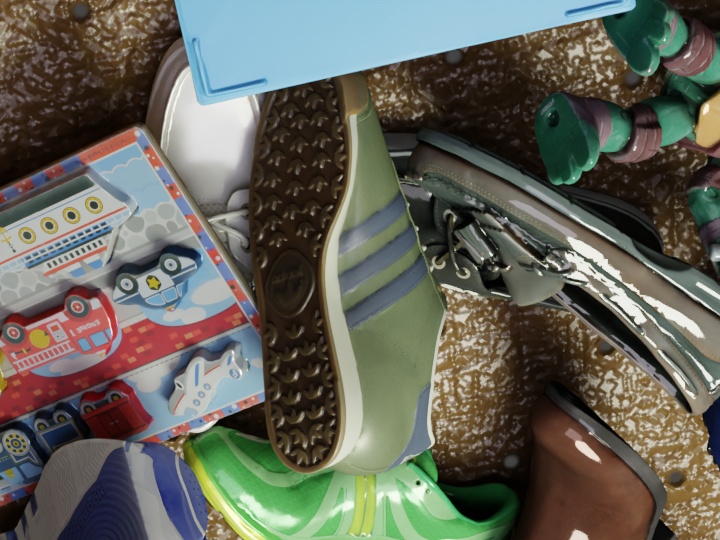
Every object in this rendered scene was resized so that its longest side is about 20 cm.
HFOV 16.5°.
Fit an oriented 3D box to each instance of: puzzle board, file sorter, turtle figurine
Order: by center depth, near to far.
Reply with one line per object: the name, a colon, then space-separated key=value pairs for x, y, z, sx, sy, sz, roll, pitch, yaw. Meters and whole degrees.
file sorter: x=0.006 y=-0.180 z=1.119 sx=0.199 sy=0.123 sz=0.140 roll=-13 pitch=116 yaw=-2
turtle figurine: x=0.183 y=-0.073 z=1.189 sx=0.199 sy=0.101 sz=0.151 roll=10 pitch=105 yaw=-36
puzzle board: x=-0.146 y=0.028 z=1.212 sx=0.199 sy=0.017 sz=0.151 roll=-23 pitch=111 yaw=27

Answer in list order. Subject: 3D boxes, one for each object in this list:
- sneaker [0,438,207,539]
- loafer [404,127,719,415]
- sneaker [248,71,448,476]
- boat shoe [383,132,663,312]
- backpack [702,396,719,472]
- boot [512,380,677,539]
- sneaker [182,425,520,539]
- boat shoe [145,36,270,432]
sneaker: x=-0.113 y=0.141 z=1.265 sx=0.115 sy=0.081 sz=0.199 roll=-1 pitch=156 yaw=-33
loafer: x=0.103 y=0.002 z=1.189 sx=0.199 sy=0.072 sz=0.063 roll=29 pitch=90 yaw=-14
sneaker: x=0.000 y=0.000 z=1.191 sx=0.067 sy=0.202 sz=0.090 roll=-12 pitch=164 yaw=41
boat shoe: x=0.062 y=-0.019 z=1.242 sx=0.199 sy=0.057 sz=0.069 roll=10 pitch=114 yaw=-13
backpack: x=0.282 y=0.066 z=1.261 sx=0.199 sy=0.163 sz=0.169 roll=21 pitch=108 yaw=-4
boot: x=0.065 y=0.166 z=1.275 sx=0.200 sy=0.068 sz=0.189 roll=-40 pitch=150 yaw=-10
sneaker: x=-0.004 y=0.111 z=1.291 sx=0.199 sy=0.074 sz=0.084 roll=20 pitch=108 yaw=-29
boat shoe: x=-0.072 y=-0.014 z=1.218 sx=0.070 sy=0.069 sz=0.201 roll=1 pitch=115 yaw=-1
